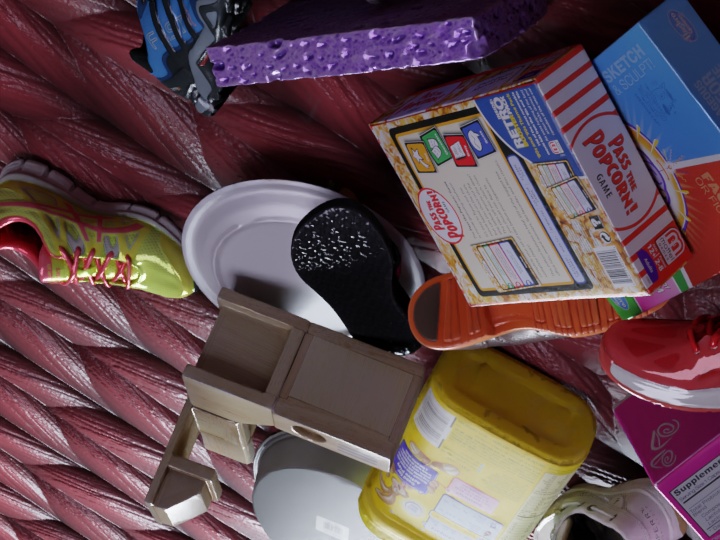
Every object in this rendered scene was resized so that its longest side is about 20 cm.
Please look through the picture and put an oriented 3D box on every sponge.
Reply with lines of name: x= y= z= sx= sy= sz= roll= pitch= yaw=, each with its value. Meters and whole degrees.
sponge: x=0.011 y=-0.154 z=1.009 sx=0.198 sy=0.111 sz=0.030 roll=-1 pitch=112 yaw=32

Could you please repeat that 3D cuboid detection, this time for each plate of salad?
plate of salad: x=-0.044 y=-0.007 z=1.241 sx=0.197 sy=0.048 sz=0.201 roll=9 pitch=141 yaw=8

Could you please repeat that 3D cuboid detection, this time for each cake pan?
cake pan: x=-0.018 y=0.230 z=1.474 sx=0.198 sy=0.037 sz=0.202 roll=17 pitch=138 yaw=16

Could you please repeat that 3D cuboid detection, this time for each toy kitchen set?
toy kitchen set: x=-0.062 y=0.149 z=1.279 sx=0.178 sy=0.165 sz=0.200 roll=20 pitch=160 yaw=8

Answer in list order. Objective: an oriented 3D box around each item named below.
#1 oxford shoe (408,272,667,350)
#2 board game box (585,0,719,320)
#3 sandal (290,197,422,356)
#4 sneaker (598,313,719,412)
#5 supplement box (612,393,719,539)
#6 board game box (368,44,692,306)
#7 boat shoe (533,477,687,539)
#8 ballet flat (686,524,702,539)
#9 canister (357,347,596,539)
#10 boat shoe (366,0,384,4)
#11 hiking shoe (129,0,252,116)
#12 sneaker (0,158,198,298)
oxford shoe: x=0.137 y=0.019 z=1.158 sx=0.198 sy=0.072 sz=0.073 roll=-8 pitch=169 yaw=24
board game box: x=0.181 y=-0.064 z=0.982 sx=0.154 sy=0.040 sz=0.200 roll=53 pitch=154 yaw=1
sandal: x=0.000 y=0.000 z=1.171 sx=0.074 sy=0.046 sz=0.201 roll=-4 pitch=148 yaw=15
sneaker: x=0.251 y=0.028 z=0.995 sx=0.197 sy=0.079 sz=0.117 roll=6 pitch=127 yaw=12
supplement box: x=0.284 y=0.154 z=1.121 sx=0.103 sy=0.101 sz=0.200 roll=-37 pitch=116 yaw=10
board game box: x=0.103 y=-0.054 z=1.021 sx=0.199 sy=0.046 sz=0.153 roll=-5 pitch=118 yaw=60
boat shoe: x=0.183 y=0.216 z=1.280 sx=0.071 sy=0.069 sz=0.200 roll=59 pitch=153 yaw=6
ballet flat: x=0.267 y=0.169 z=1.227 sx=0.069 sy=0.070 sz=0.201 roll=-6 pitch=124 yaw=35
canister: x=0.094 y=0.161 z=1.299 sx=0.147 sy=0.087 sz=0.201 roll=28 pitch=138 yaw=3
boat shoe: x=-0.033 y=-0.259 z=0.975 sx=0.070 sy=0.071 sz=0.200 roll=-40 pitch=102 yaw=20
hiking shoe: x=-0.117 y=-0.190 z=1.079 sx=0.086 sy=0.075 sz=0.201 roll=25 pitch=140 yaw=5
sneaker: x=-0.229 y=-0.015 z=1.314 sx=0.198 sy=0.091 sz=0.079 roll=21 pitch=138 yaw=9
